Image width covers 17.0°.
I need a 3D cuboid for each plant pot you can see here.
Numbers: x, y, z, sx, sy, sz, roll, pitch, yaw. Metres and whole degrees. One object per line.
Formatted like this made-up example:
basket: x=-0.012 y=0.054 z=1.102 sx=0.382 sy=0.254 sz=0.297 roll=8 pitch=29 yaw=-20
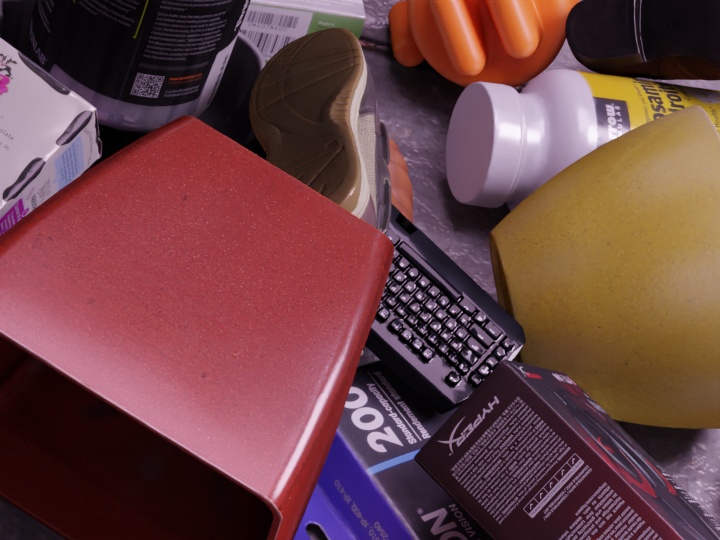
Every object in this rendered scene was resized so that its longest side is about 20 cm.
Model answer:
plant pot: x=-0.090 y=0.044 z=1.255 sx=0.199 sy=0.200 sz=0.177 roll=32 pitch=61 yaw=8
plant pot: x=0.158 y=0.010 z=1.477 sx=0.141 sy=0.201 sz=0.201 roll=-11 pitch=47 yaw=-1

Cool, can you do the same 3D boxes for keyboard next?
keyboard: x=0.000 y=0.000 z=1.385 sx=0.200 sy=0.040 sz=0.104 roll=41 pitch=65 yaw=4

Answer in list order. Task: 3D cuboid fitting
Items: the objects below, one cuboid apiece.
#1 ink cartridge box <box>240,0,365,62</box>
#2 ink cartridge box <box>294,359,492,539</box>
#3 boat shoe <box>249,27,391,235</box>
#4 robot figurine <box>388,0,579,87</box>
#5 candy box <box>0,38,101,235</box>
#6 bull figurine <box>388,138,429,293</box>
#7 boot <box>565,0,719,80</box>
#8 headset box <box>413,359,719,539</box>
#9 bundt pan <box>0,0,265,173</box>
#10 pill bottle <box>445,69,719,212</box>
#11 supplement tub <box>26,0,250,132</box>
ink cartridge box: x=-0.067 y=-0.228 z=1.692 sx=0.103 sy=0.059 sz=0.201 roll=7 pitch=44 yaw=-19
ink cartridge box: x=0.045 y=0.136 z=1.380 sx=0.199 sy=0.043 sz=0.198 roll=-16 pitch=57 yaw=-36
boat shoe: x=-0.019 y=-0.066 z=1.369 sx=0.071 sy=0.066 sz=0.201 roll=-20 pitch=33 yaw=9
robot figurine: x=0.094 y=-0.194 z=1.677 sx=0.116 sy=0.144 sz=0.200 roll=31 pitch=22 yaw=-1
candy box: x=-0.261 y=-0.048 z=1.354 sx=0.136 sy=0.061 sz=0.200 roll=37 pitch=69 yaw=13
bull figurine: x=0.001 y=-0.042 z=1.490 sx=0.065 sy=0.122 sz=0.200 roll=-21 pitch=28 yaw=4
boot: x=0.244 y=-0.147 z=1.652 sx=0.187 sy=0.200 sz=0.069 roll=-6 pitch=84 yaw=15
headset box: x=0.139 y=0.145 z=1.283 sx=0.200 sy=0.075 sz=0.149 roll=45 pitch=9 yaw=17
bundt pan: x=-0.150 y=-0.093 z=1.499 sx=0.201 sy=0.076 sz=0.202 roll=13 pitch=43 yaw=-12
pill bottle: x=0.163 y=-0.074 z=1.604 sx=0.199 sy=0.112 sz=0.112 roll=5 pitch=44 yaw=-21
supplement tub: x=-0.117 y=-0.189 z=1.406 sx=0.122 sy=0.200 sz=0.123 roll=14 pitch=42 yaw=-13
